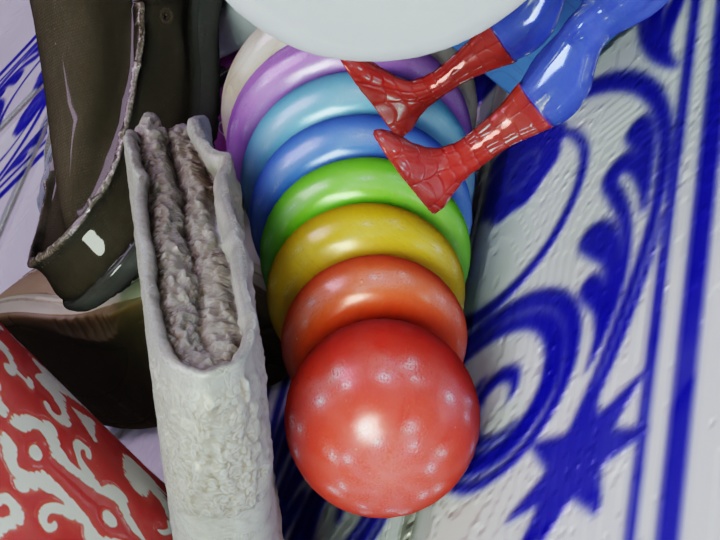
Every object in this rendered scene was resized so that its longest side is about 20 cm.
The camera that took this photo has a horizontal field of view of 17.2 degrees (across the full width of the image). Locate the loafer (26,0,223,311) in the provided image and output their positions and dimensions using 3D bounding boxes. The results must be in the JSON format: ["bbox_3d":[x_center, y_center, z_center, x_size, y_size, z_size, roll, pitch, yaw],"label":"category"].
[{"bbox_3d":[-0.090,-0.081,0.830,0.073,0.071,0.201,-29,45,51],"label":"loafer"}]

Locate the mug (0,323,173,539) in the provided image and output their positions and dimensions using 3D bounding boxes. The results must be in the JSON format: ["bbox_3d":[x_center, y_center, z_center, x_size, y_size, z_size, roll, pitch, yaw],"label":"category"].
[{"bbox_3d":[-0.162,0.061,0.773,0.134,0.200,0.177,-55,22,-20],"label":"mug"}]

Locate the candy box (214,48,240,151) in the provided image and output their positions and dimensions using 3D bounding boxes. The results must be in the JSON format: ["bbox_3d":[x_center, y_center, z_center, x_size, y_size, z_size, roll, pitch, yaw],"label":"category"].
[{"bbox_3d":[0.008,-0.138,0.938,0.136,0.061,0.201,-28,33,50],"label":"candy box"}]

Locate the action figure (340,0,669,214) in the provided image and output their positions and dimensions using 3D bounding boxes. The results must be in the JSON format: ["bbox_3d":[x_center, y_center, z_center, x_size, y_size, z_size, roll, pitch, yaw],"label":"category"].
[{"bbox_3d":[0.085,-0.097,0.659,0.199,0.052,0.066,-34,36,9],"label":"action figure"}]

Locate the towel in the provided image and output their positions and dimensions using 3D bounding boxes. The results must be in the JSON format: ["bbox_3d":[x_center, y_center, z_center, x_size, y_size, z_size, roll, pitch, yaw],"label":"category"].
[{"bbox_3d":[-0.042,0.041,0.690,0.034,0.134,0.200,-8,25,-4],"label":"towel"}]

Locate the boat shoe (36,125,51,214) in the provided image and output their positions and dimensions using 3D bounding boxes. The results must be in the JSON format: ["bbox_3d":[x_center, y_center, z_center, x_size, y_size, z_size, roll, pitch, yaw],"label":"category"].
[{"bbox_3d":[-0.092,-0.075,1.062,0.202,0.074,0.065,-32,36,54],"label":"boat shoe"}]

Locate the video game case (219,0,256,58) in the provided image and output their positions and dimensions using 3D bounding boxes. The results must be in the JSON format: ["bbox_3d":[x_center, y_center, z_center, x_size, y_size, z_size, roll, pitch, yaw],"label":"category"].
[{"bbox_3d":[-0.015,-0.158,0.902,0.200,0.022,0.183,-17,42,57],"label":"video game case"}]

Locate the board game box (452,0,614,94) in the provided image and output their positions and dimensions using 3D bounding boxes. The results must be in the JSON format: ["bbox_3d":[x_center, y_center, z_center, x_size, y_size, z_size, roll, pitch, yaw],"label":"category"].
[{"bbox_3d":[0.106,-0.164,0.772,0.200,0.045,0.152,-45,21,23],"label":"board game box"}]

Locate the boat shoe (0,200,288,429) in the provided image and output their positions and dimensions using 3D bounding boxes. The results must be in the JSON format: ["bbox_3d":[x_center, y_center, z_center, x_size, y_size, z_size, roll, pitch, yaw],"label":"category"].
[{"bbox_3d":[-0.074,0.011,0.881,0.199,0.074,0.067,-9,44,51],"label":"boat shoe"}]

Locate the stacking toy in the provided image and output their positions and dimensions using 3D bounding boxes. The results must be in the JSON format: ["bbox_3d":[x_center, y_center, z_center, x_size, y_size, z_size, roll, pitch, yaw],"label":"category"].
[{"bbox_3d":[0.000,0.000,0.712,0.085,0.085,0.201,-45,27,26],"label":"stacking toy"}]

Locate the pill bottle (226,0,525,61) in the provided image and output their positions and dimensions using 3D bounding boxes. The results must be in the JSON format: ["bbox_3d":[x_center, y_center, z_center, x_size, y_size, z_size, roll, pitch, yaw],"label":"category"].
[{"bbox_3d":[-0.010,-0.152,0.680,0.113,0.113,0.200,-48,28,17],"label":"pill bottle"}]
